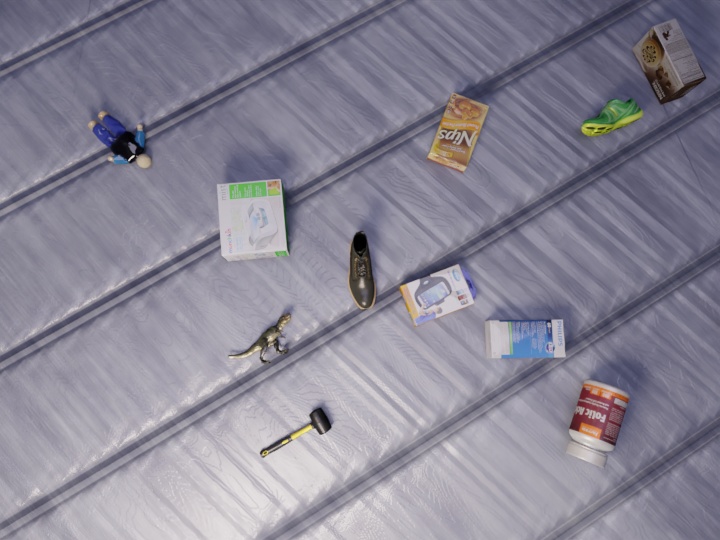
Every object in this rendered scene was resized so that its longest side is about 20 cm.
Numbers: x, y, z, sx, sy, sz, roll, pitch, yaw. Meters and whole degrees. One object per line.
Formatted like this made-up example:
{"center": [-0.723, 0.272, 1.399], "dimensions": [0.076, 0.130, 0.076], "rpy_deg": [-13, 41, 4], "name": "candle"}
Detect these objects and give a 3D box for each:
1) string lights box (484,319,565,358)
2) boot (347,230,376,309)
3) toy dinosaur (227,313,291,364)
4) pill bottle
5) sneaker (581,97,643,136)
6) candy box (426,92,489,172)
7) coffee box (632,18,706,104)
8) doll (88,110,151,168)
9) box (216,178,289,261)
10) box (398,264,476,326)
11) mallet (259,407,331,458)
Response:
{"center": [0.444, 0.185, 1.400], "dimensions": [0.200, 0.059, 0.103], "rpy_deg": [0, 81, -2], "name": "string lights box"}
{"center": [0.000, 0.000, 1.377], "dimensions": [0.077, 0.138, 0.200], "rpy_deg": [-10, 82, -3], "name": "boot"}
{"center": [-0.249, 0.201, 1.385], "dimensions": [0.200, 0.047, 0.088], "rpy_deg": [-38, 69, -7], "name": "toy dinosaur"}
{"center": [0.613, 0.396, 1.343], "dimensions": [0.114, 0.114, 0.200], "rpy_deg": [22, 80, 2], "name": "pill bottle"}
{"center": [0.723, -0.449, 1.508], "dimensions": [0.200, 0.074, 0.084], "rpy_deg": [-19, 84, -14], "name": "sneaker"}
{"center": [0.281, -0.397, 1.492], "dimensions": [0.115, 0.055, 0.200], "rpy_deg": [21, 81, 2], "name": "candy box"}
{"center": [0.903, -0.609, 1.517], "dimensions": [0.080, 0.113, 0.200], "rpy_deg": [-21, 83, -5], "name": "coffee box"}
{"center": [-0.669, -0.366, 1.462], "dimensions": [0.200, 0.048, 0.136], "rpy_deg": [43, 83, 5], "name": "doll"}
{"center": [-0.292, -0.136, 1.414], "dimensions": [0.176, 0.097, 0.200], "rpy_deg": [-4, 82, -5], "name": "box"}
{"center": [0.220, 0.065, 1.424], "dimensions": [0.200, 0.041, 0.119], "rpy_deg": [-21, 82, -3], "name": "box"}
{"center": [-0.177, 0.426, 1.357], "dimensions": [0.200, 0.041, 0.066], "rpy_deg": [-22, 83, -1], "name": "mallet"}
